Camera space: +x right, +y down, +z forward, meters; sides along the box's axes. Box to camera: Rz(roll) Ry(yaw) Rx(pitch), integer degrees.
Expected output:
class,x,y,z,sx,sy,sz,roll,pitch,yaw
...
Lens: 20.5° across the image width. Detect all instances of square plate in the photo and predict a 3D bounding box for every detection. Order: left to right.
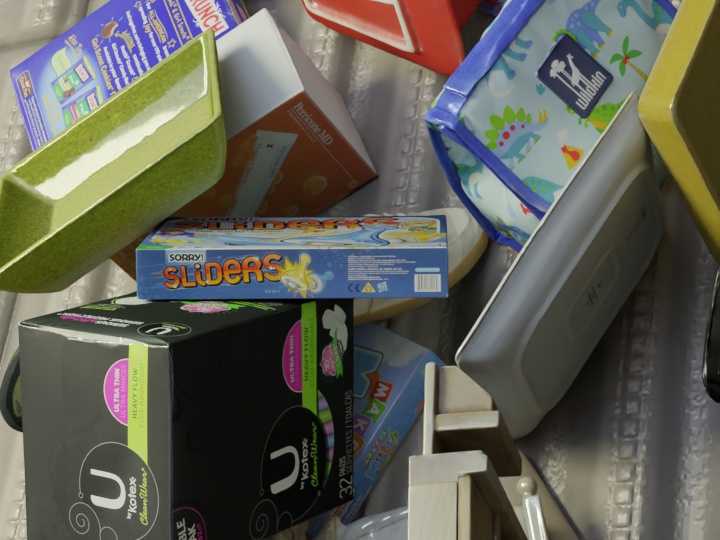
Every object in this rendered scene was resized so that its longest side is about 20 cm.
class,x,y,z,sx,sy,sz,roll,pitch,yaw
square plate,0.138,0.008,1.262,0.028,0.200,0.199,31,80,21

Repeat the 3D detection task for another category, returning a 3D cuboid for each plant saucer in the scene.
class,x,y,z,sx,sy,sz,roll,pitch,yaw
plant saucer,-0.167,-0.067,1.384,0.199,0.048,0.200,-34,23,9
plant saucer,0.239,-0.106,1.248,0.048,0.200,0.201,2,52,36

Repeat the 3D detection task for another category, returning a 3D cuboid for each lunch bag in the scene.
class,x,y,z,sx,sy,sz,roll,pitch,yaw
lunch bag,0.136,-0.113,1.332,0.127,0.200,0.171,26,76,39

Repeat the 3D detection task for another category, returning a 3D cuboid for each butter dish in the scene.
class,x,y,z,sx,sy,sz,roll,pitch,yaw
butter dish,0.031,-0.274,1.518,0.148,0.201,0.199,-40,43,-21

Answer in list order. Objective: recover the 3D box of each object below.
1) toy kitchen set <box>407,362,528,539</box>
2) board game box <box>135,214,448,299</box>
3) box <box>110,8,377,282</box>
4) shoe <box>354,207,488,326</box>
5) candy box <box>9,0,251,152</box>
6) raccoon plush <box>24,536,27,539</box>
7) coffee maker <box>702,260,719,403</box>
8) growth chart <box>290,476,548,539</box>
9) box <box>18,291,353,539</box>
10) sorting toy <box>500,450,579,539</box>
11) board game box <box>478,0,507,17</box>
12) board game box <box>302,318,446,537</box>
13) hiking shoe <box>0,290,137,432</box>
class,x,y,z,sx,sy,sz,roll,pitch,yaw
toy kitchen set,0.130,0.137,1.123,0.179,0.200,0.164,-7,59,14
board game box,-0.041,-0.010,1.316,0.198,0.135,0.035,-1,100,2
box,-0.110,-0.082,1.510,0.199,0.124,0.098,-33,50,10
shoe,0.000,0.000,1.404,0.199,0.054,0.070,-26,40,-11
candy box,-0.172,-0.146,1.619,0.199,0.077,0.170,-33,49,11
raccoon plush,-0.182,0.222,1.391,0.199,0.097,0.135,10,75,35
coffee maker,0.300,0.042,1.142,0.199,0.192,0.136,20,89,40
growth chart,0.038,0.207,1.264,0.199,0.018,0.146,-15,59,26
box,-0.107,0.093,1.273,0.124,0.199,0.150,6,102,33
sorting toy,0.057,0.229,1.272,0.199,0.036,0.186,-36,49,6
board game box,0.156,-0.282,1.529,0.199,0.039,0.159,-32,50,11
board game box,-0.055,0.091,1.427,0.199,0.037,0.152,24,75,38
hiking shoe,-0.208,0.087,1.466,0.199,0.076,0.101,-29,30,37
